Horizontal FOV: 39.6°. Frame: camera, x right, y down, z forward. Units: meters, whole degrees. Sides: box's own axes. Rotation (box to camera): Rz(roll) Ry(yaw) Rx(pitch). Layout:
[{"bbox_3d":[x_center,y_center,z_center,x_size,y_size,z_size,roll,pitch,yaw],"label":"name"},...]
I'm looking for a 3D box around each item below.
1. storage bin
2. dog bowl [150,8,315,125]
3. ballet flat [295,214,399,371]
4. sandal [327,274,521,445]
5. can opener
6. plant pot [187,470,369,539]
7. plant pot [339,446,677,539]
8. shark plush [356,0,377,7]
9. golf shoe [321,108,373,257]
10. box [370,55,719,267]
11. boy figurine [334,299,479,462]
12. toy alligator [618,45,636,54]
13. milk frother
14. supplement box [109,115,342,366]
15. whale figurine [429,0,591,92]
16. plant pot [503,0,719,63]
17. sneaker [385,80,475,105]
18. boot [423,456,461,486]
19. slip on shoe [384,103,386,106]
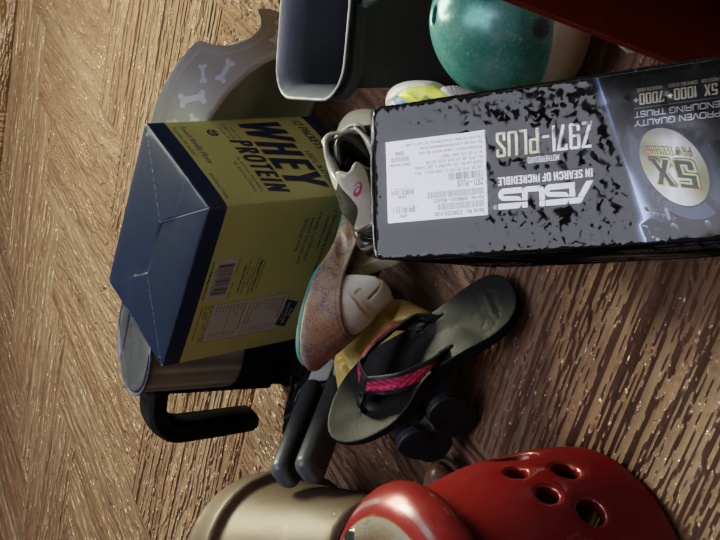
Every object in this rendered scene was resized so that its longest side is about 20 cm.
[{"bbox_3d":[0.014,-0.242,0.863,0.145,0.134,0.201,19,105,58],"label":"storage bin"},{"bbox_3d":[-0.123,-0.173,1.053,0.059,0.200,0.200,42,130,21],"label":"dog bowl"},{"bbox_3d":[0.000,0.000,0.891,0.067,0.068,0.200,0,55,27],"label":"ballet flat"},{"bbox_3d":[0.041,0.068,0.819,0.200,0.045,0.075,-40,47,18],"label":"sandal"},{"bbox_3d":[-0.041,0.109,0.944,0.053,0.067,0.200,-14,32,27],"label":"can opener"},{"bbox_3d":[-0.032,0.271,0.899,0.174,0.200,0.201,-23,70,48],"label":"plant pot"},{"bbox_3d":[0.094,0.229,0.683,0.200,0.182,0.201,4,94,58],"label":"plant pot"},{"bbox_3d":[0.068,-0.215,0.642,0.200,0.091,0.084,-21,101,28],"label":"shark plush"},{"bbox_3d":[0.006,-0.103,0.884,0.077,0.088,0.200,-27,35,10],"label":"golf shoe"},{"bbox_3d":[0.130,-0.049,0.562,0.199,0.164,0.086,-3,87,30],"label":"box"},{"bbox_3d":[0.023,0.082,0.905,0.124,0.064,0.200,-50,41,13],"label":"boy figurine"},{"bbox_3d":[0.177,-0.241,0.667,0.054,0.059,0.201,-13,-79,-77],"label":"toy alligator"},{"bbox_3d":[-0.142,0.104,1.079,0.200,0.188,0.181,-6,86,60],"label":"milk frother"},{"bbox_3d":[-0.119,-0.034,1.008,0.134,0.199,0.200,50,133,33],"label":"supplement box"},{"bbox_3d":[0.101,-0.219,0.709,0.159,0.103,0.201,-124,32,-72],"label":"whale figurine"},{"bbox_3d":[0.194,-0.235,0.509,0.200,0.199,0.177,-26,57,57],"label":"plant pot"},{"bbox_3d":[0.090,-0.066,0.715,0.200,0.076,0.105,24,94,30],"label":"sneaker"},{"bbox_3d":[0.015,0.248,0.794,0.064,0.199,0.187,-42,56,52],"label":"boot"},{"bbox_3d":[0.097,-0.088,0.801,0.200,0.061,0.074,32,97,41],"label":"slip on shoe"}]
